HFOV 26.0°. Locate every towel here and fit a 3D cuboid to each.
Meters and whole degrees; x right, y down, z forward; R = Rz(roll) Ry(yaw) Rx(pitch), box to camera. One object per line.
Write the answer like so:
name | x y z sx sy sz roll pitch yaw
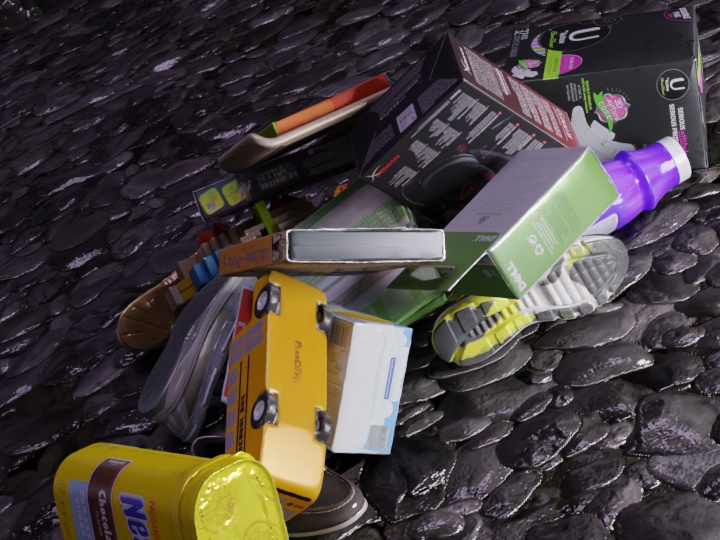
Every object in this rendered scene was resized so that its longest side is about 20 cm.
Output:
towel | 0.000 0.000 1.528 0.149 0.031 0.201 -37 43 14

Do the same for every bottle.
bottle | 0.228 -0.065 1.526 0.199 0.066 0.084 -29 -9 -7

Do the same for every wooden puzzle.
wooden puzzle | -0.040 -0.154 1.601 0.198 0.038 0.185 -20 1 -17

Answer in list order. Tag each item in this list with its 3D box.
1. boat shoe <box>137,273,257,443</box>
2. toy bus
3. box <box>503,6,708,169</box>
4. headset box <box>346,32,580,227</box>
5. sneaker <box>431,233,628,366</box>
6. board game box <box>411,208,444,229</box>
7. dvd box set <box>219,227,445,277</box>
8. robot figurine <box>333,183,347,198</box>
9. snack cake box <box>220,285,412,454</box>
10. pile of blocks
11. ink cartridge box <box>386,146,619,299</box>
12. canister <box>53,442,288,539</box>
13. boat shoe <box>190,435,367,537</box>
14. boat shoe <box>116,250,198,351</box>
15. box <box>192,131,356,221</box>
boat shoe | -0.152 0.076 1.568 0.074 0.065 0.203 -25 32 47
toy bus | -0.070 0.103 1.315 0.078 0.065 0.202 -40 39 41
box | 0.259 -0.183 1.636 0.198 0.125 0.149 -5 30 15
headset box | 0.110 -0.118 1.528 0.149 0.199 0.075 -42 41 27
sneaker | 0.151 0.012 1.454 0.198 0.075 0.085 -24 25 2
board game box | 0.096 -0.081 1.668 0.125 0.035 0.200 23 46 19
dvd box set | -0.030 -0.014 1.386 0.145 0.030 0.200 -1 -3 -21
robot figurine | -0.012 -0.029 1.700 0.144 0.059 0.200 -14 27 27
snack cake box | -0.044 0.088 1.426 0.067 0.116 0.199 7 5 -35
pile of blocks | -0.135 -0.031 1.660 0.199 0.063 0.082 -31 -14 11
ink cartridge box | 0.128 -0.027 1.402 0.200 0.060 0.103 -44 23 -23
canister | -0.153 0.217 1.255 0.086 0.150 0.199 -22 16 -41
boat shoe | -0.080 0.183 1.355 0.199 0.057 0.067 3 37 46
boat shoe | -0.190 0.027 1.743 0.199 0.074 0.069 -29 0 -23
box | -0.073 -0.105 1.686 0.198 0.035 0.110 -20 1 9
